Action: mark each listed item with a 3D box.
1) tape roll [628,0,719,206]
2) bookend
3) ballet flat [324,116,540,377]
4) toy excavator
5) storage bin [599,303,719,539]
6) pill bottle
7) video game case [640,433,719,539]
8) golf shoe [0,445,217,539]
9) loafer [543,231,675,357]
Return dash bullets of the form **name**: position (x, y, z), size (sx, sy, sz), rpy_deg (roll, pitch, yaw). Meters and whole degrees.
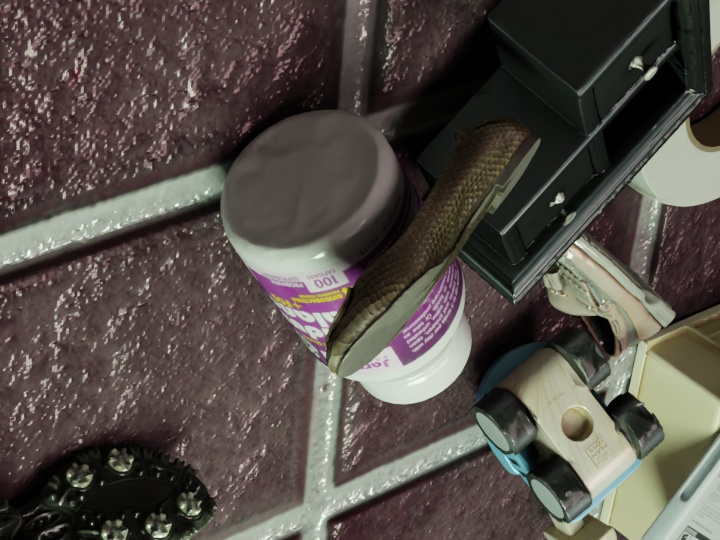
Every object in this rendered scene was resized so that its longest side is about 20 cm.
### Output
- **tape roll**: position (0.261, -0.142, 1.449), size (0.202, 0.037, 0.204), rpy_deg (-26, 135, -30)
- **bookend**: position (0.120, -0.102, 1.242), size (0.199, 0.092, 0.200), rpy_deg (-47, 162, -4)
- **ballet flat**: position (0.034, -0.020, 1.142), size (0.200, 0.046, 0.067), rpy_deg (-51, 171, -26)
- **toy excavator**: position (0.153, 0.144, 1.521), size (0.100, 0.200, 0.195), rpy_deg (-39, 96, -14)
- **storage bin**: position (0.317, 0.131, 1.673), size (0.198, 0.094, 0.201), rpy_deg (-20, 132, -35)
- **pill bottle**: position (0.000, 0.000, 1.237), size (0.112, 0.112, 0.200), rpy_deg (-45, 141, -9)
- **video game case**: position (0.327, 0.177, 1.627), size (0.183, 0.023, 0.200), rpy_deg (-53, 141, 2)
- **golf shoe**: position (-0.184, 0.170, 1.233), size (0.199, 0.077, 0.088), rpy_deg (-15, 149, -34)
- **loafer**: position (0.170, 0.016, 1.459), size (0.063, 0.072, 0.200), rpy_deg (-48, 145, 7)
